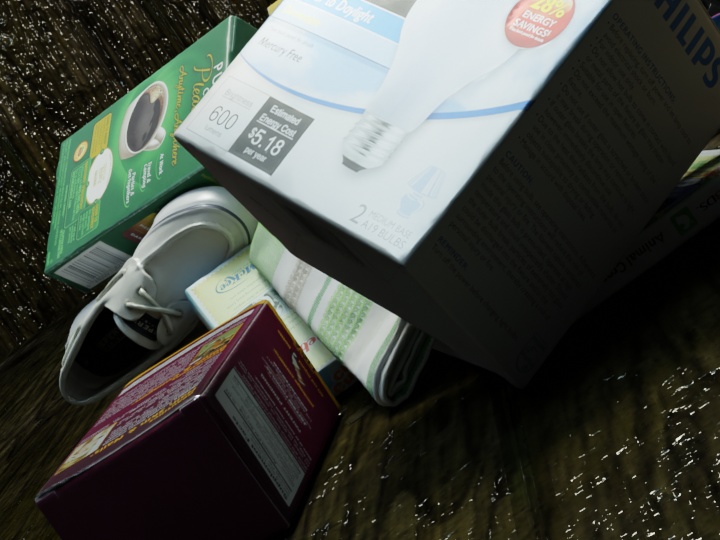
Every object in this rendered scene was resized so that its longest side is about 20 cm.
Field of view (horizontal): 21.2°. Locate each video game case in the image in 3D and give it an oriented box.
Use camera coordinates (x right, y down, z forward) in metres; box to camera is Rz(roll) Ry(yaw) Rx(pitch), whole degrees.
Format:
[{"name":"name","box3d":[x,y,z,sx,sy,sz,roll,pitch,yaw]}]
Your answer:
[{"name":"video game case","box3d":[0.123,-0.008,1.087,0.182,0.022,0.200,-36,7,-7]}]

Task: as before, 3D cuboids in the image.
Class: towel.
[{"name":"towel","box3d":[0.000,-0.027,1.137,0.200,0.031,0.149,42,110,52]}]

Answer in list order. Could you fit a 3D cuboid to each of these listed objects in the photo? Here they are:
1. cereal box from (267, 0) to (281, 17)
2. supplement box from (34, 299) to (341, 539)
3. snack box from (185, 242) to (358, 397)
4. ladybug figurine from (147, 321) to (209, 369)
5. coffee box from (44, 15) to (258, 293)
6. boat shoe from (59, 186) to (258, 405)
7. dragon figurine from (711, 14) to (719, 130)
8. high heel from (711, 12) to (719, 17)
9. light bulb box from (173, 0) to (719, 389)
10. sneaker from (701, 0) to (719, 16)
[{"name":"cereal box","box3d":[0.026,-0.114,1.370,0.040,0.144,0.200,-29,-24,33]},{"name":"supplement box","box3d":[-0.089,0.100,1.073,0.110,0.086,0.200,-32,8,14]},{"name":"snack box","box3d":[0.000,0.000,1.236,0.200,0.116,0.037,-35,-37,-8]},{"name":"ladybug figurine","box3d":[-0.062,0.047,1.334,0.200,0.072,0.136,-32,8,17]},{"name":"coffee box","box3d":[-0.139,-0.077,1.331,0.200,0.044,0.123,-32,44,37]},{"name":"boat shoe","box3d":[-0.140,0.022,1.288,0.200,0.072,0.066,-38,22,34]},{"name":"dragon figurine","box3d":[0.209,-0.109,1.059,0.200,0.059,0.099,-31,19,-29]},{"name":"high heel","box3d":[0.240,-0.143,1.365,0.096,0.068,0.200,-6,1,-6]},{"name":"light bulb box","box3d":[0.051,-0.082,0.983,0.198,0.125,0.200,29,78,44]},{"name":"sneaker","box3d":[0.282,-0.200,1.476,0.200,0.076,0.088,-29,-6,11]}]
